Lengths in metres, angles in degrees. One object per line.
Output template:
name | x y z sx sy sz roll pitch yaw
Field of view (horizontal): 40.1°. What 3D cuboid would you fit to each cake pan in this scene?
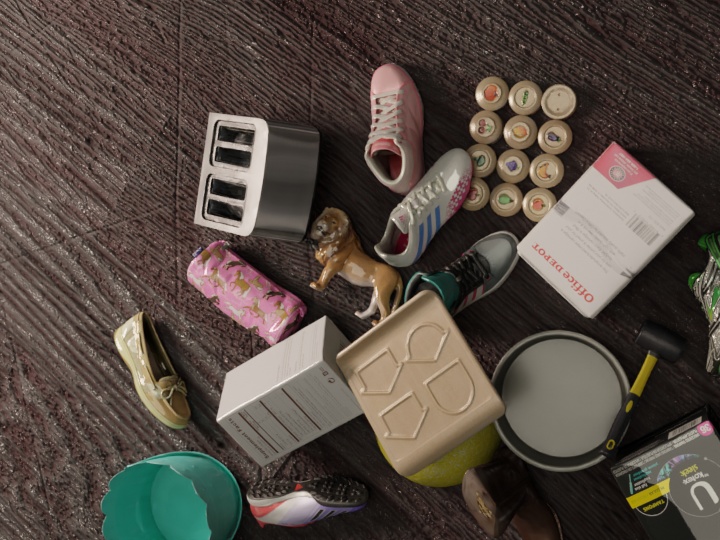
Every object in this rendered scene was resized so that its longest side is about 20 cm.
cake pan | 0.286 0.185 1.411 0.200 0.037 0.201 0 90 17

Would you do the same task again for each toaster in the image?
toaster | -0.152 -0.137 1.484 0.200 0.119 0.181 15 99 43

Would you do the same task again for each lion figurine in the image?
lion figurine | 0.000 0.000 1.502 0.200 0.072 0.123 33 85 1

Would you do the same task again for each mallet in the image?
mallet | 0.386 0.167 1.344 0.066 0.041 0.200 20 75 11

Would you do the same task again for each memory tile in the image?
memory tile | 0.226 -0.176 1.433 0.153 0.017 0.200 12 96 19

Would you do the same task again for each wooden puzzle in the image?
wooden puzzle | 0.084 0.156 1.374 0.185 0.046 0.200 -38 72 21

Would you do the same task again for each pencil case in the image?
pencil case | -0.178 0.036 1.554 0.200 0.083 0.087 37 143 14

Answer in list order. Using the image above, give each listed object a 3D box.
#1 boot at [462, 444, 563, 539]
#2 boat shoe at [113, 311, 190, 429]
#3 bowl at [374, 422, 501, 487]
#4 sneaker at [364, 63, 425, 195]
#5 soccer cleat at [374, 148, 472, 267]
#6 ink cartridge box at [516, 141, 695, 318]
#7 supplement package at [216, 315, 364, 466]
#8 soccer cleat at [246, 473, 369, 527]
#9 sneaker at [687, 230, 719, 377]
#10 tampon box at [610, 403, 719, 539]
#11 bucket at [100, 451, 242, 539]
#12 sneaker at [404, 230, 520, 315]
boot | 0.211 0.342 1.364 0.064 0.200 0.187 -29 82 19
boat shoe | -0.331 0.165 1.620 0.063 0.073 0.201 -38 73 22
bowl | 0.100 0.228 1.448 0.200 0.108 0.201 1 93 20
sneaker | 0.047 -0.211 1.450 0.075 0.105 0.201 -9 88 22
soccer cleat | 0.093 -0.091 1.439 0.070 0.086 0.200 39 107 33
ink cartridge box | 0.337 -0.054 1.364 0.147 0.083 0.200 45 105 12
supplement package | -0.101 0.183 1.493 0.200 0.117 0.117 -30 117 19
soccer cleat | -0.078 0.367 1.549 0.200 0.068 0.073 -5 114 16
sneaker | 0.485 0.044 1.328 0.085 0.078 0.200 4 85 26
tampon box | 0.452 0.307 1.315 0.150 0.126 0.200 -33 82 19
bucket | -0.295 0.390 1.582 0.207 0.135 0.208 1 94 20
sneaker | 0.138 0.015 1.418 0.200 0.121 0.084 -42 79 16
